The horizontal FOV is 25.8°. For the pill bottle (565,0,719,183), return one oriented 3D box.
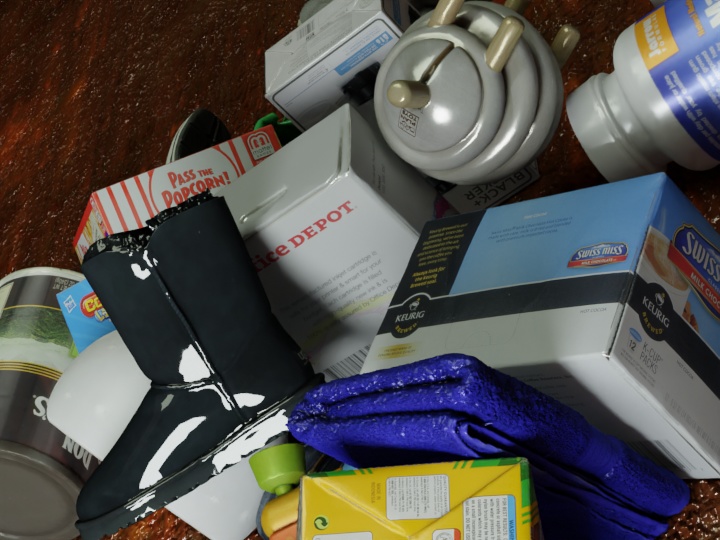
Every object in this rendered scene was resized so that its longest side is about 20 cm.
[{"bbox_3d":[0.239,-0.137,1.042,0.200,0.112,0.112,-33,34,26],"label":"pill bottle"}]

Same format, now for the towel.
[{"bbox_3d":[0.073,0.114,0.894,0.147,0.200,0.050,-18,52,42],"label":"towel"}]

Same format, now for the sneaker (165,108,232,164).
[{"bbox_3d":[-0.196,-0.068,1.550,0.115,0.076,0.201,-21,43,35],"label":"sneaker"}]

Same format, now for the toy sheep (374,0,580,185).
[{"bbox_3d":[0.075,-0.123,1.071,0.137,0.200,0.139,1,92,36],"label":"toy sheep"}]

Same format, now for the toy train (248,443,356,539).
[{"bbox_3d":[-0.046,0.165,1.013,0.199,0.085,0.116,-27,66,14],"label":"toy train"}]

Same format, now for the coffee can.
[{"bbox_3d":[-0.286,0.119,1.389,0.146,0.146,0.201,-25,38,34],"label":"coffee can"}]

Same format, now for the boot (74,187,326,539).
[{"bbox_3d":[-0.136,0.061,1.026,0.200,0.169,0.076,-32,0,11],"label":"boot"}]

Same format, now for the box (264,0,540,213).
[{"bbox_3d":[0.033,-0.118,1.197,0.116,0.200,0.060,-32,36,22],"label":"box"}]

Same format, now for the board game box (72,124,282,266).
[{"bbox_3d":[-0.148,-0.048,1.273,0.151,0.046,0.200,-23,-3,-18],"label":"board game box"}]

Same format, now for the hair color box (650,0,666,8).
[{"bbox_3d":[0.272,-0.247,1.135,0.200,0.101,0.061,11,63,54],"label":"hair color box"}]

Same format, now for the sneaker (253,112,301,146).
[{"bbox_3d":[-0.077,-0.104,1.432,0.200,0.084,0.074,-27,38,33],"label":"sneaker"}]

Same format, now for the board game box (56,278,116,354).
[{"bbox_3d":[-0.109,-0.007,1.281,0.195,0.056,0.200,-26,-4,32],"label":"board game box"}]

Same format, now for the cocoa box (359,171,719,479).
[{"bbox_3d":[0.126,0.042,0.968,0.199,0.133,0.132,-10,47,46],"label":"cocoa box"}]

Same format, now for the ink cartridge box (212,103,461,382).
[{"bbox_3d":[0.000,0.000,1.107,0.144,0.200,0.085,-32,35,25],"label":"ink cartridge box"}]

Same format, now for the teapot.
[{"bbox_3d":[-0.126,0.100,1.175,0.200,0.197,0.146,30,78,26],"label":"teapot"}]

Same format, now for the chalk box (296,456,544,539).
[{"bbox_3d":[0.044,0.203,0.861,0.123,0.200,0.125,-6,57,10],"label":"chalk box"}]

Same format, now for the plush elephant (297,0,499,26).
[{"bbox_3d":[0.047,-0.191,1.331,0.200,0.164,0.156,127,134,-75],"label":"plush elephant"}]

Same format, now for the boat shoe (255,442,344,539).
[{"bbox_3d":[0.002,0.123,1.093,0.201,0.071,0.091,-53,35,-2],"label":"boat shoe"}]
